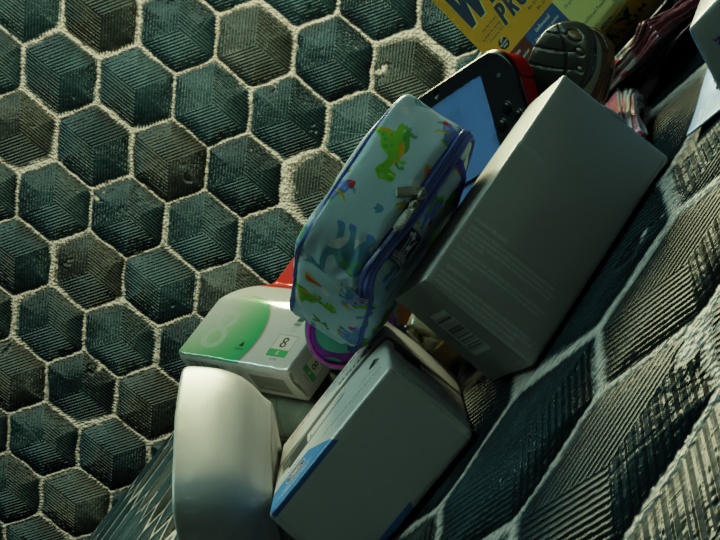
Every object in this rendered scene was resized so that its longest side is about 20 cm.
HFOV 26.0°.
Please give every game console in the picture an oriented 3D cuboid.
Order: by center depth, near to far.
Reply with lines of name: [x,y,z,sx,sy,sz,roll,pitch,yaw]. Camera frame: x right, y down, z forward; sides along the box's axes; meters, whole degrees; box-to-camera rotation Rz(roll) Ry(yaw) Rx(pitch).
game console: [0.091,-0.074,1.320,0.031,0.179,0.199,-1,-17,-35]

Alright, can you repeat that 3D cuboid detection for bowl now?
bowl: [-0.097,0.195,1.264,0.201,0.074,0.202,-97,-1,-58]

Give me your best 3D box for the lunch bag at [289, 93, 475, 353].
lunch bag: [0.018,-0.035,1.205,0.161,0.082,0.200,-55,-8,-21]

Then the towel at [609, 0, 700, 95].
towel: [0.238,-0.182,1.433,0.144,0.023,0.200,-36,-8,-46]

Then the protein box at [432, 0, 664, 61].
protein box: [0.185,-0.302,1.606,0.135,0.199,0.200,-49,-12,29]

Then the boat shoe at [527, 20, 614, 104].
boat shoe: [0.162,-0.114,1.325,0.073,0.076,0.201,-6,-51,-51]

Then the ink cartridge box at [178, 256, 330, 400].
ink cartridge box: [-0.061,0.029,1.507,0.160,0.050,0.201,5,51,45]

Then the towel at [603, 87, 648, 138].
towel: [0.179,-0.063,1.346,0.201,0.030,0.147,-53,5,21]

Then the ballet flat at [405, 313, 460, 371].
ballet flat: [0.074,0.043,1.315,0.200,0.063,0.069,-45,20,55]

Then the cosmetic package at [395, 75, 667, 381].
cosmetic package: [0.128,-0.032,1.162,0.201,0.107,0.090,-53,5,-20]

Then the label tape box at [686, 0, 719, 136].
label tape box: [0.292,-0.210,1.127,0.200,0.066,0.144,-46,9,39]

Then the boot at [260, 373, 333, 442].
boot: [-0.079,0.154,1.468,0.130,0.068,0.201,-33,34,6]

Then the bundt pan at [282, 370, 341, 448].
bundt pan: [-0.045,0.146,1.601,0.202,0.076,0.202,-51,6,8]

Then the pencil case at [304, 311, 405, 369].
pencil case: [0.000,0.000,1.395,0.201,0.084,0.093,-84,10,-57]

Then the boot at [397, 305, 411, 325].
boot: [0.087,-0.005,1.485,0.155,0.073,0.201,-42,14,45]

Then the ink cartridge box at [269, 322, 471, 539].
ink cartridge box: [0.007,0.134,1.218,0.145,0.084,0.200,-51,5,6]
